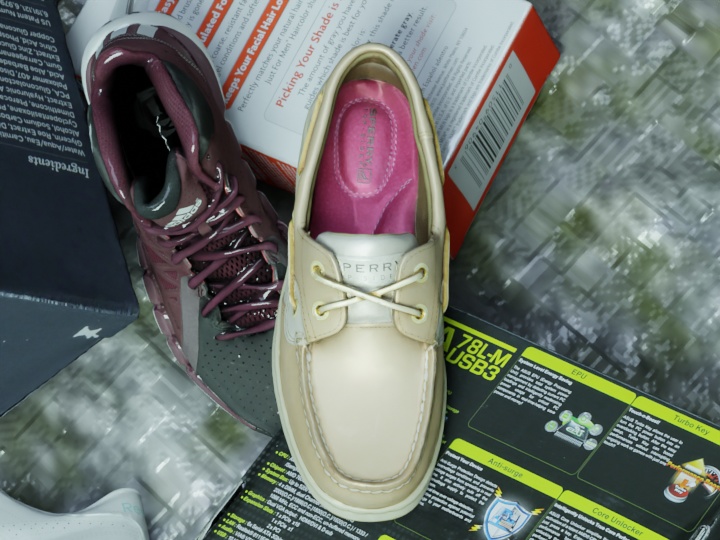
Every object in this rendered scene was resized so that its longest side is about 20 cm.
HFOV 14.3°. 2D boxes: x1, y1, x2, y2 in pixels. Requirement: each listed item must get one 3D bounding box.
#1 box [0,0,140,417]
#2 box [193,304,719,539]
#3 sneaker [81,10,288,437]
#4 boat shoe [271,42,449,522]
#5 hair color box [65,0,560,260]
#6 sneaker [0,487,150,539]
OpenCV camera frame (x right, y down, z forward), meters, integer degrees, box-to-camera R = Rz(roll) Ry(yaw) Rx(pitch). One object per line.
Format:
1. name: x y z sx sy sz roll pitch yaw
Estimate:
1. box: -0.219 -0.025 1.257 0.197 0.117 0.200 -37 59 34
2. box: 0.038 0.117 1.164 0.200 0.048 0.193 23 63 35
3. sneaker: -0.069 -0.010 1.207 0.076 0.116 0.200 -27 97 6
4. boat shoe: 0.000 0.000 1.170 0.074 0.069 0.200 -2 66 -3
5. hair color box: -0.025 -0.095 1.297 0.200 0.064 0.111 24 79 23
6. sneaker: -0.186 0.134 1.259 0.199 0.075 0.089 -4 55 9
